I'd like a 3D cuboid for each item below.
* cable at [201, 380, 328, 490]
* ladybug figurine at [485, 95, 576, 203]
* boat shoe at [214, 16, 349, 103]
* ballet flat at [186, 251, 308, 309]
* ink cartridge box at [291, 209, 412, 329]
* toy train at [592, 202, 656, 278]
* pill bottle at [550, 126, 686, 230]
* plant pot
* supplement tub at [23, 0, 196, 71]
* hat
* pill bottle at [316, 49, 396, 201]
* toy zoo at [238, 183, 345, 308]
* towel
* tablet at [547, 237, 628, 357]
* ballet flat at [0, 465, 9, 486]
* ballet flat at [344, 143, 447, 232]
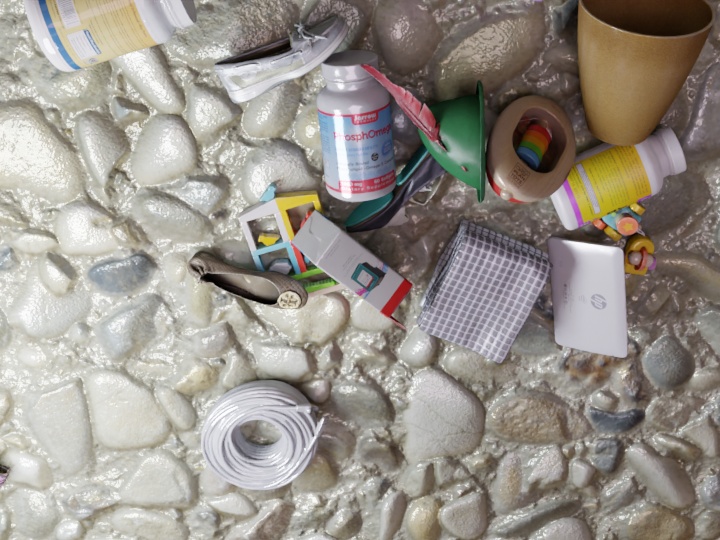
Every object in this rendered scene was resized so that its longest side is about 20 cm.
[{"bbox_3d":[-0.170,0.280,1.764,0.198,0.069,0.201,16,115,-10],"label":"cable"},{"bbox_3d":[0.242,-0.171,1.519,0.136,0.200,0.072,40,145,-6],"label":"ladybug figurine"},{"bbox_3d":[-0.111,-0.310,1.475,0.200,0.075,0.065,-24,120,15],"label":"boat shoe"},{"bbox_3d":[-0.180,0.023,1.629,0.198,0.046,0.068,20,123,-2],"label":"ballet flat"},{"bbox_3d":[0.000,0.000,1.595,0.199,0.116,0.067,37,92,-30],"label":"ink cartridge box"},{"bbox_3d":[0.400,-0.028,1.657,0.149,0.056,0.202,-15,117,3],"label":"toy train"},{"bbox_3d":[0.387,-0.145,1.571,0.198,0.105,0.105,-23,116,8],"label":"pill bottle"},{"bbox_3d":[0.385,-0.288,1.475,0.184,0.187,0.201,1,130,-4],"label":"plant pot"},{"bbox_3d":[-0.335,-0.363,1.392,0.198,0.145,0.146,-16,116,4],"label":"supplement tub"},{"bbox_3d":[0.090,-0.197,1.502,0.174,0.166,0.202,-1,98,3],"label":"hat"},{"bbox_3d":[-0.007,-0.212,1.509,0.107,0.109,0.202,-7,117,-1],"label":"pill bottle"},{"bbox_3d":[-0.110,-0.045,1.633,0.130,0.021,0.202,-15,117,4],"label":"toy zoo"},{"bbox_3d":[0.195,0.039,1.660,0.164,0.086,0.201,19,114,-12],"label":"towel"},{"bbox_3d":[0.368,0.044,1.673,0.129,0.014,0.202,10,123,35],"label":"tablet"},{"bbox_3d":[-0.677,0.301,1.747,0.071,0.069,0.200,-44,116,-3],"label":"ballet flat"},{"bbox_3d":[0.065,-0.113,1.587,0.073,0.073,0.200,41,105,-21],"label":"ballet flat"}]
